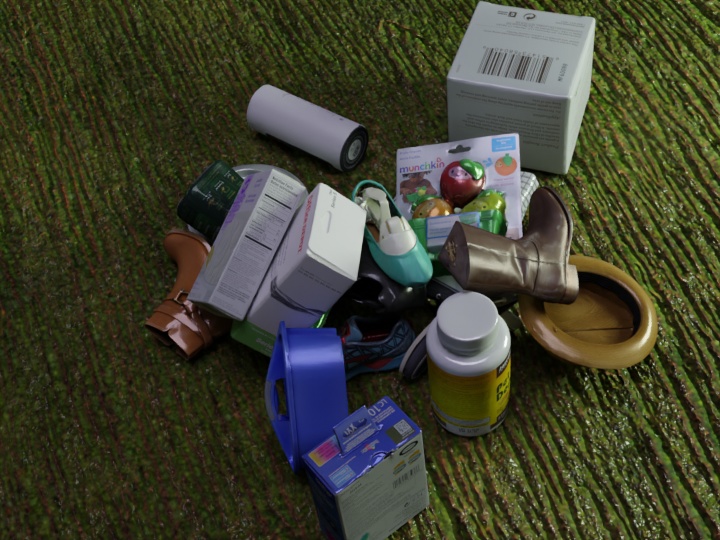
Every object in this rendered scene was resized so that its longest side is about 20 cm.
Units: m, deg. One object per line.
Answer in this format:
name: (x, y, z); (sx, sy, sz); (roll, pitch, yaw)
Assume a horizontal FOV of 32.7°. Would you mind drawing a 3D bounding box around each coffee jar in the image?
coffee jar: (-0.167, -0.065, 1.816); (0.200, 0.085, 0.104); (39, 55, 1)

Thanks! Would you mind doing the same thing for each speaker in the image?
speaker: (-0.088, -0.233, 1.995); (0.199, 0.082, 0.081); (27, 58, 25)

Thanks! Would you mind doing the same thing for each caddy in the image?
caddy: (-0.073, 0.164, 1.595); (0.104, 0.202, 0.141); (-5, 6, -6)

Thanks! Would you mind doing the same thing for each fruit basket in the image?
fruit basket: (0.136, -0.097, 1.724); (0.183, 0.094, 0.202); (-5, 72, 17)

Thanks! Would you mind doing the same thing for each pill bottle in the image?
pill bottle: (0.141, 0.120, 1.593); (0.108, 0.201, 0.110); (-3, 50, 4)

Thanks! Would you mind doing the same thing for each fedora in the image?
fedora: (0.304, 0.071, 1.679); (0.199, 0.082, 0.202); (7, 53, -9)

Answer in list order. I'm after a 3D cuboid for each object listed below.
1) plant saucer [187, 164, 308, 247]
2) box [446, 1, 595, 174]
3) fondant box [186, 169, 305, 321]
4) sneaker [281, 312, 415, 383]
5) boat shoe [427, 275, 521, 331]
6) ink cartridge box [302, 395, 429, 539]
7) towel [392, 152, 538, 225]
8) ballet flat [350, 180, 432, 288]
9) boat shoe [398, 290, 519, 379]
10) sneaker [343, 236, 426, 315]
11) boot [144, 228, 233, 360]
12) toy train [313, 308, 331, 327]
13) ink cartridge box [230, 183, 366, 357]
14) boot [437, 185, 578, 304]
plant saucer: (-0.178, -0.106, 1.919); (0.198, 0.050, 0.201); (-4, 50, 4)
box: (0.255, -0.290, 1.941); (0.197, 0.172, 0.201); (12, 52, 16)
fondant box: (-0.159, -0.035, 1.686); (0.058, 0.144, 0.201); (29, 81, -18)
sneaker: (-0.022, 0.100, 1.697); (0.198, 0.096, 0.080); (-18, 47, -9)
boat shoe: (0.138, 0.043, 1.755); (0.199, 0.069, 0.057); (31, 93, 25)
ink cartridge box: (0.009, 0.249, 1.500); (0.136, 0.201, 0.076); (-33, 54, -21)
towel: (0.153, -0.091, 1.848); (0.198, 0.086, 0.166); (14, 52, 20)
ballet flat: (0.035, -0.057, 1.671); (0.067, 0.071, 0.200); (-22, 45, -11)
boat shoe: (0.135, 0.084, 1.677); (0.200, 0.073, 0.063); (-47, 73, 7)
sneaker: (0.000, 0.000, 1.702); (0.090, 0.077, 0.199); (-20, 35, -36)
boot: (-0.262, 0.032, 1.801); (0.199, 0.074, 0.155); (32, 64, 31)
toy train: (-0.056, 0.030, 1.786); (0.042, 0.056, 0.201); (-17, 40, 48)
ink cartridge box: (-0.084, 0.002, 1.662); (0.084, 0.200, 0.146); (30, 40, -20)
boot: (0.187, -0.047, 1.612); (0.198, 0.064, 0.188); (9, 54, -27)
